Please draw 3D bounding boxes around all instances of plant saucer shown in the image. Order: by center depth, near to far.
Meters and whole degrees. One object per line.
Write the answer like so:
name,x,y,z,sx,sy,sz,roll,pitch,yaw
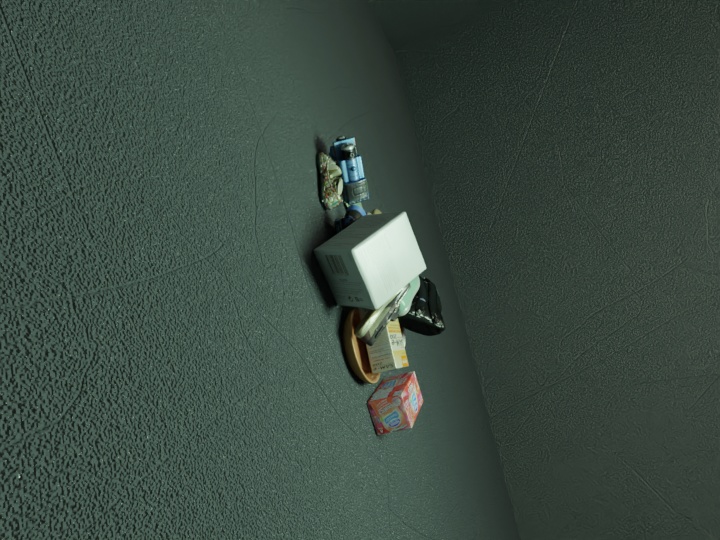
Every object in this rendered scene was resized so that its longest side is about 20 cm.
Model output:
plant saucer,0.001,0.202,1.367,0.200,0.037,0.203,-17,90,-73

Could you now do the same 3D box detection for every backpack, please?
backpack,0.184,0.104,1.644,0.161,0.154,0.202,21,52,-16

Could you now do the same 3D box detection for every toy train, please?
toy train,-0.033,-0.299,1.540,0.114,0.086,0.203,-137,-147,-59

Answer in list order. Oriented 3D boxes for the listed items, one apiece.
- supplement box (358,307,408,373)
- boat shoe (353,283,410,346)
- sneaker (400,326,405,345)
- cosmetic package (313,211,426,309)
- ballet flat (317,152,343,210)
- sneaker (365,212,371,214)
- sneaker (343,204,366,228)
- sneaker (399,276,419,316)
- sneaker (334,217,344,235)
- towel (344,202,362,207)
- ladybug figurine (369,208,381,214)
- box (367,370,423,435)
supplement box,0.062,0.172,1.398,0.126,0.073,0.203,17,59,-69
boat shoe,0.065,0.106,1.310,0.065,0.200,0.072,46,-21,-10
sneaker,0.100,0.152,1.649,0.116,0.077,0.202,50,28,-54
cosmetic package,0.026,-0.028,1.301,0.199,0.166,0.168,-36,113,-31
ballet flat,-0.082,-0.262,1.483,0.076,0.063,0.203,46,32,-57
sneaker,0.081,-0.114,1.546,0.199,0.082,0.079,37,40,-34
sneaker,0.016,-0.093,1.450,0.200,0.069,0.079,45,48,-36
sneaker,0.123,0.027,1.548,0.119,0.073,0.202,64,28,-31
sneaker,-0.021,-0.123,1.527,0.200,0.072,0.083,-31,104,-72
towel,0.002,-0.137,1.698,0.152,0.023,0.203,-23,95,-73
ladybug figurine,0.053,-0.102,1.662,0.136,0.071,0.202,46,30,-54
box,0.100,0.362,1.420,0.200,0.101,0.096,-24,97,-73
